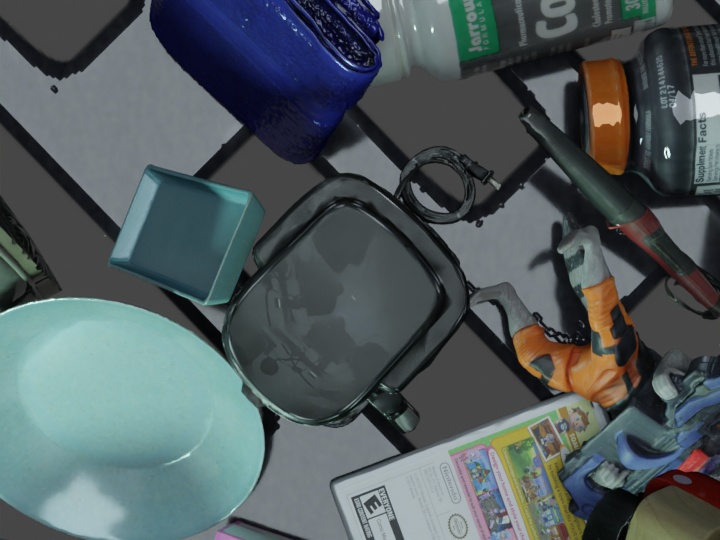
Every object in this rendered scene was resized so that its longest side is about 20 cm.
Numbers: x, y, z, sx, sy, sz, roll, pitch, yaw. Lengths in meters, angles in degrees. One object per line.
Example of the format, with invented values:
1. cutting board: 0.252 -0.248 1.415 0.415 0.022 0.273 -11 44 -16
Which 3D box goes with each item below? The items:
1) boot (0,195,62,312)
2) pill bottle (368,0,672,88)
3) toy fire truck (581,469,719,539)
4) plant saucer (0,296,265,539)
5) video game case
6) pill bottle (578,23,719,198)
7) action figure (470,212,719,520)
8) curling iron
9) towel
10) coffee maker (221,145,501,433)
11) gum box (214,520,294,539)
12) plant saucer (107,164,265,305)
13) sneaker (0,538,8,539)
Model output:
1. boot: -0.282 0.036 1.471 0.199 0.182 0.073 -31 70 -5
2. pill bottle: 0.084 -0.181 1.505 0.199 0.113 0.114 -15 88 0
3. toy fire truck: 0.223 0.210 1.462 0.128 0.199 0.177 26 114 32
4. plant saucer: -0.153 0.084 1.494 0.199 0.039 0.202 5 129 6
5. video game case: 0.098 0.196 1.537 0.181 0.022 0.201 -20 87 -1
6. pill bottle: 0.235 -0.101 1.506 0.198 0.106 0.107 -4 88 0
7. action figure: 0.180 0.052 1.475 0.194 0.105 0.200 49 130 -6
8. curling iron: 0.160 -0.032 1.495 0.200 0.049 0.026 41 79 -29
9. towel: -0.056 -0.147 1.466 0.148 0.200 0.050 44 71 1
10. coffee maker: 0.000 0.000 1.455 0.134 0.200 0.193 21 88 0
11. gum box: -0.007 0.241 1.494 0.199 0.066 0.114 18 93 9
12. plant saucer: -0.105 -0.021 1.465 0.019 0.200 0.070 23 88 -22
13. sneaker: -0.207 0.207 1.506 0.199 0.078 0.066 12 90 6
